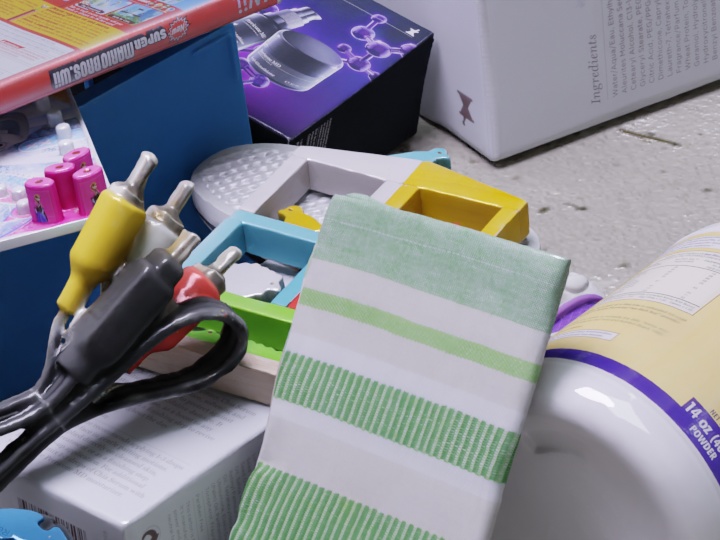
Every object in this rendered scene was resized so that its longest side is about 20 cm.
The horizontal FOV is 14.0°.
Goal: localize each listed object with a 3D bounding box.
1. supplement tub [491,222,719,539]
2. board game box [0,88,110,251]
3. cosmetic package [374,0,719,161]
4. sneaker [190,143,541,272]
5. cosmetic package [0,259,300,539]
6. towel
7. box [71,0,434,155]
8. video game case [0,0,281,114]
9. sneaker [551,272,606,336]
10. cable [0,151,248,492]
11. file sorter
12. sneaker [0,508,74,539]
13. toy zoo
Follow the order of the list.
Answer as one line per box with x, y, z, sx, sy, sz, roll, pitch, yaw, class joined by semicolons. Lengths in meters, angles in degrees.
0.153;0.066;1.282;0.145;0.146;0.200;21;41;37;supplement tub
-0.226;-0.048;1.376;0.199;0.026;0.200;-14;27;-8;board game box
0.110;-0.191;1.688;0.199;0.166;0.165;-21;33;-23;cosmetic package
0.000;0.000;1.472;0.199;0.080;0.078;21;43;30;sneaker
-0.071;0.080;1.364;0.101;0.072;0.200;22;41;37;cosmetic package
0.011;0.076;1.245;0.023;0.201;0.152;13;3;-42;towel
-0.081;-0.119;1.642;0.199;0.079;0.141;30;41;21;box
-0.159;-0.122;1.450;0.199;0.018;0.143;-25;31;-30;video game case
0.060;0.078;1.348;0.200;0.081;0.083;-38;73;-26;sneaker
-0.128;0.047;1.298;0.200;0.097;0.050;-46;29;-5;cable
-0.165;-0.040;1.514;0.122;0.139;0.200;20;39;39;file sorter
-0.124;0.195;1.196;0.073;0.082;0.201;-4;49;-17;sneaker
-0.008;-0.004;1.394;0.131;0.021;0.200;15;40;28;toy zoo
